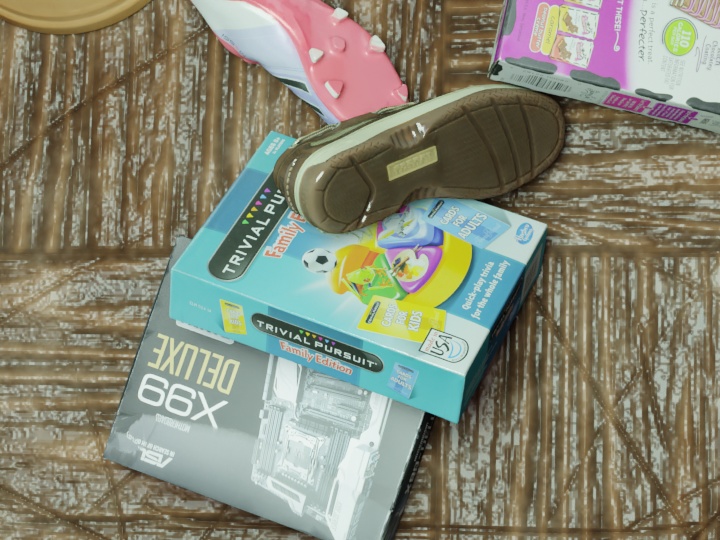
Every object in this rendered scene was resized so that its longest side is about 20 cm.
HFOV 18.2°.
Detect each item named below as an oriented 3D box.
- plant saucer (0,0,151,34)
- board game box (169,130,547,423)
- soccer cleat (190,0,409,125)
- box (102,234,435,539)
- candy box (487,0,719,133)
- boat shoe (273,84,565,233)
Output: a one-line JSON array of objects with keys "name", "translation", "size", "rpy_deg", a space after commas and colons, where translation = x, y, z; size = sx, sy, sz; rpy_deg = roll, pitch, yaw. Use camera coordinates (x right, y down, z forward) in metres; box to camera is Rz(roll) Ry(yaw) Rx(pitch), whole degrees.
[{"name": "plant saucer", "translation": [-0.207, -0.266, 1.559], "size": [0.199, 0.037, 0.201], "rpy_deg": [-2, 83, 13]}, {"name": "board game box", "translation": [0.000, 0.000, 1.432], "size": [0.199, 0.047, 0.151], "rpy_deg": [19, 45, 13]}, {"name": "soccer cleat", "translation": [-0.045, -0.150, 1.504], "size": [0.200, 0.076, 0.067], "rpy_deg": [45, 59, 0]}, {"name": "box", "translation": [-0.051, 0.083, 1.477], "size": [0.199, 0.050, 0.158], "rpy_deg": [19, 88, 13]}, {"name": "candy box", "translation": [0.192, -0.168, 1.420], "size": [0.199, 0.061, 0.137], "rpy_deg": [14, 83, -1]}, {"name": "boat shoe", "translation": [0.035, -0.082, 1.439], "size": [0.075, 0.201, 0.075], "rpy_deg": [27, 124, 53]}]
